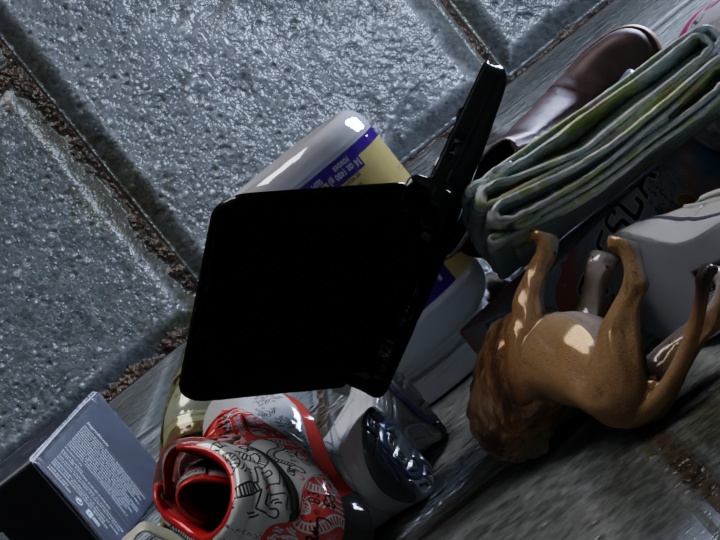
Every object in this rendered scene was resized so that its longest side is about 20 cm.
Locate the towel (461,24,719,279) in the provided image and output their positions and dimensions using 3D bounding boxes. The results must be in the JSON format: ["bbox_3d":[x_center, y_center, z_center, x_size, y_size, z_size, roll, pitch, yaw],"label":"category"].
[{"bbox_3d":[0.138,-0.064,1.204,0.171,0.048,0.200,-34,-5,0],"label":"towel"}]

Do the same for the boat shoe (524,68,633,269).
[{"bbox_3d":[0.164,-0.031,1.388,0.200,0.068,0.074,-64,3,-2],"label":"boat shoe"}]

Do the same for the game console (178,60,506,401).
[{"bbox_3d":[-0.011,-0.021,1.206,0.200,0.116,0.176,107,-174,-53],"label":"game console"}]

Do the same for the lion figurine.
[{"bbox_3d":[0.117,0.046,1.073,0.200,0.072,0.123,-177,105,-72],"label":"lion figurine"}]

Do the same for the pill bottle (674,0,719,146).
[{"bbox_3d":[0.277,-0.132,1.268,0.113,0.113,0.200,-40,7,-16],"label":"pill bottle"}]

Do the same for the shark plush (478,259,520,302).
[{"bbox_3d":[0.110,0.001,1.692,0.083,0.091,0.200,-57,19,26],"label":"shark plush"}]

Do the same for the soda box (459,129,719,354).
[{"bbox_3d":[0.155,-0.004,1.282,0.200,0.064,0.068,-43,7,-29],"label":"soda box"}]

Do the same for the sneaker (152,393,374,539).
[{"bbox_3d":[-0.077,0.110,1.225,0.067,0.108,0.201,-62,33,12],"label":"sneaker"}]

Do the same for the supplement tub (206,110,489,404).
[{"bbox_3d":[0.000,0.000,1.519,0.145,0.200,0.145,-39,6,4],"label":"supplement tub"}]

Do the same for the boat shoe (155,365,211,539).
[{"bbox_3d":[-0.104,0.136,1.426,0.073,0.063,0.200,-3,-33,-8],"label":"boat shoe"}]

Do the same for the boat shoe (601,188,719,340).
[{"bbox_3d":[0.195,-0.013,1.084,0.066,0.072,0.200,-29,-1,-22],"label":"boat shoe"}]

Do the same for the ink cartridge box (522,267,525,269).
[{"bbox_3d":[0.202,-0.066,1.544,0.200,0.044,0.094,-38,5,10],"label":"ink cartridge box"}]

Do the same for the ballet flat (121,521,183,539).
[{"bbox_3d":[-0.115,0.190,1.380,0.200,0.075,0.068,-37,11,13],"label":"ballet flat"}]

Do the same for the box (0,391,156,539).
[{"bbox_3d":[-0.311,0.240,1.957,0.200,0.124,0.197,-37,7,17],"label":"box"}]

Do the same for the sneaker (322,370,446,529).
[{"bbox_3d":[-0.001,0.113,1.312,0.087,0.075,0.200,-42,4,16],"label":"sneaker"}]

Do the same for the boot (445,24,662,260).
[{"bbox_3d":[0.131,-0.087,1.445,0.200,0.072,0.166,-53,-12,14],"label":"boot"}]
